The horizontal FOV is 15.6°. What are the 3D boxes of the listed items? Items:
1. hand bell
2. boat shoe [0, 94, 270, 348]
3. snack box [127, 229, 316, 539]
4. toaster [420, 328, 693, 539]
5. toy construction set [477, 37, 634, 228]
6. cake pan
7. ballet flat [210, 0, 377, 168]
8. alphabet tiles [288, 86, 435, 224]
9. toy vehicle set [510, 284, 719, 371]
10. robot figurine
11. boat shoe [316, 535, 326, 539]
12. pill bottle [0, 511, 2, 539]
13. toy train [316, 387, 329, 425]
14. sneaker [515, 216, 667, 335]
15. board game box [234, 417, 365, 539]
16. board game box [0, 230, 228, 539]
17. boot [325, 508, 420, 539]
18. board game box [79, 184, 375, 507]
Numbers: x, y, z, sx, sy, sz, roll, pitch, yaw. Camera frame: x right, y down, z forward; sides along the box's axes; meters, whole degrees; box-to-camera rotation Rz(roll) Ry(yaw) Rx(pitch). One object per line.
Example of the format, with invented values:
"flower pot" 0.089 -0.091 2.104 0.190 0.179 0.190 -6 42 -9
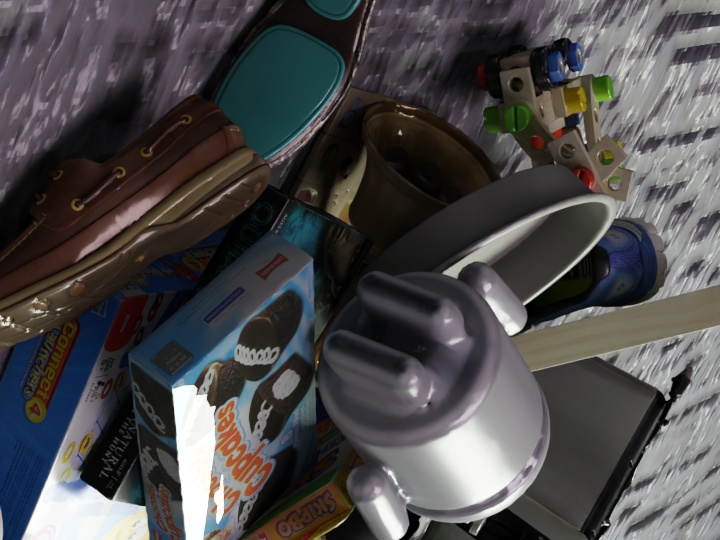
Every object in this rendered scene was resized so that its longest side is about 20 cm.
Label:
"hand bell" 0.000 0.000 1.711 0.104 0.104 0.200 -19 148 -54
"boat shoe" -0.146 -0.024 1.415 0.199 0.068 0.072 -32 168 -13
"snack box" -0.075 0.081 1.502 0.116 0.037 0.201 -42 153 -28
"toaster" 0.135 0.161 1.960 0.200 0.118 0.181 -55 173 -42
"toy construction set" 0.133 -0.089 1.783 0.200 0.092 0.132 -70 150 -82
"cake pan" 0.069 -0.002 1.653 0.200 0.037 0.200 -29 164 -9
"ballet flat" -0.023 -0.140 1.521 0.201 0.068 0.075 -61 172 4
"alphabet tiles" -0.004 -0.036 1.744 0.168 0.008 0.200 -62 156 9
"toy vehicle set" 0.176 0.042 1.817 0.124 0.199 0.027 -8 83 -67
"robot figurine" 0.046 0.076 1.553 0.170 0.113 0.200 -56 147 -15
"boat shoe" -0.080 0.205 1.762 0.200 0.072 0.072 -46 176 42
"pill bottle" -0.273 0.145 1.320 0.200 0.111 0.112 -15 133 -58
"toy train" -0.005 0.134 1.821 0.200 0.085 0.116 -47 138 -11
"sneaker" 0.110 0.003 1.832 0.089 0.199 0.079 -2 79 -50
"board game box" -0.029 0.131 1.635 0.095 0.030 0.200 -34 -169 21
"board game box" -0.140 0.080 1.563 0.195 0.056 0.201 -9 127 -59
"boot" 0.027 0.137 1.933 0.163 0.073 0.198 -63 163 17
"board game box" -0.075 0.050 1.547 0.201 0.028 0.135 -59 156 4
